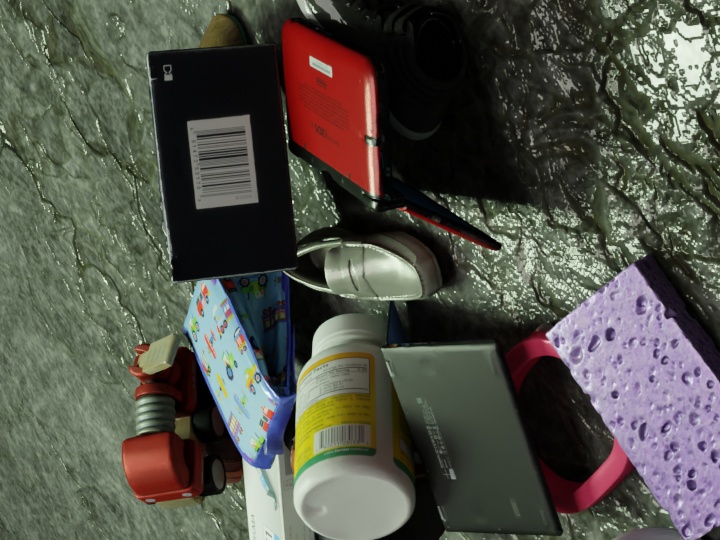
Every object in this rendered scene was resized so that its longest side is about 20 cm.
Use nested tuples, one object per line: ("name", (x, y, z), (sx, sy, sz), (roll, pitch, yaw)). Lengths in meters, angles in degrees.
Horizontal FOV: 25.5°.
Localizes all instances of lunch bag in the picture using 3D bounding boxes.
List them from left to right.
("lunch bag", (-0.112, 0.099, 1.641), (0.151, 0.093, 0.201), (115, 146, -52))

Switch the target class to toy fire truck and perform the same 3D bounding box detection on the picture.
("toy fire truck", (-0.219, 0.157, 1.786), (0.200, 0.128, 0.178), (48, -144, -59))

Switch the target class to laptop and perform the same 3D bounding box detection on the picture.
("laptop", (0.100, 0.126, 1.434), (0.199, 0.116, 0.189), (-5, 112, 42))

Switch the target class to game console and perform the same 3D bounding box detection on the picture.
("game console", (0.024, -0.114, 1.305), (0.200, 0.118, 0.174), (-143, 46, -60))

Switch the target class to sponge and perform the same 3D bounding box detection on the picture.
("sponge", (0.237, 0.099, 1.219), (0.112, 0.030, 0.201), (-44, 75, 39))

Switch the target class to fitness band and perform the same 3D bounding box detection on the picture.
("fitness band", (0.174, 0.128, 1.363), (0.144, 0.037, 0.200), (51, 148, 15))

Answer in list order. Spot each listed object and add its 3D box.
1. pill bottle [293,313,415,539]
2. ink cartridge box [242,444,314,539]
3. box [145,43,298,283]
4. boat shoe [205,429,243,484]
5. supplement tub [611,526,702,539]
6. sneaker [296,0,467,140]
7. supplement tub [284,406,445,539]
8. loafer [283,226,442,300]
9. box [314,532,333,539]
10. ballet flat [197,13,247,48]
("pill bottle", (-0.006, 0.141, 1.485), (0.113, 0.112, 0.201), (100, 172, -45))
("ink cartridge box", (-0.111, 0.231, 1.800), (0.176, 0.044, 0.202), (30, 128, 55))
("box", (-0.126, -0.099, 1.444), (0.200, 0.116, 0.199), (-144, 48, -82))
("boat shoe", (-0.200, 0.183, 1.939), (0.200, 0.074, 0.074), (35, 115, 39))
("supplement tub", (0.239, 0.320, 1.322), (0.122, 0.122, 0.201), (39, 142, 34))
("sneaker", (0.019, -0.211, 1.305), (0.201, 0.071, 0.099), (54, 149, 3))
("supplement tub", (-0.001, 0.201, 1.594), (0.200, 0.106, 0.108), (38, 142, 49))
("loafer", (0.000, 0.000, 1.487), (0.199, 0.069, 0.071), (7, 119, 54))
("box", (0.006, 0.321, 1.739), (0.162, 0.049, 0.201), (55, 148, 22))
("ballet flat", (-0.152, -0.159, 1.593), (0.068, 0.072, 0.201), (40, 142, 32))
